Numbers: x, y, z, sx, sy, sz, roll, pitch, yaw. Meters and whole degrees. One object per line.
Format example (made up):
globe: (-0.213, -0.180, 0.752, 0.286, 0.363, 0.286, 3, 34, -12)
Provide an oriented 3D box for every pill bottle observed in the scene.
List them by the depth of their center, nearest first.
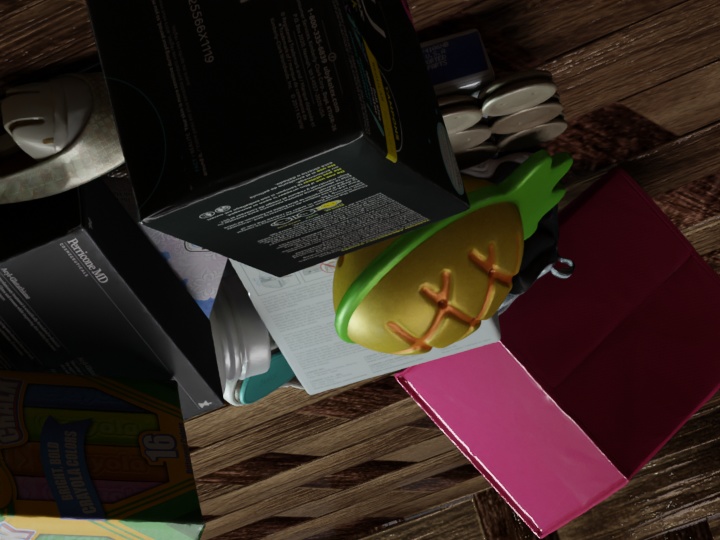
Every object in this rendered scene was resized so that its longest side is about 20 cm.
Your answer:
pill bottle: (-0.172, 0.062, 1.662, 0.198, 0.110, 0.109, -14, 166, -15)

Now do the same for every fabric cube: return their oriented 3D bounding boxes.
fabric cube: (0.185, 0.072, 1.893, 0.199, 0.200, 0.196, -41, 178, -27)

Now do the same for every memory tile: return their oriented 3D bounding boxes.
memory tile: (0.037, -0.082, 1.456, 0.199, 0.017, 0.153, -18, 168, 7)

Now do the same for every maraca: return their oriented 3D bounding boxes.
maraca: (0.064, -0.015, 1.513, 0.199, 0.107, 0.137, -34, 163, -16)

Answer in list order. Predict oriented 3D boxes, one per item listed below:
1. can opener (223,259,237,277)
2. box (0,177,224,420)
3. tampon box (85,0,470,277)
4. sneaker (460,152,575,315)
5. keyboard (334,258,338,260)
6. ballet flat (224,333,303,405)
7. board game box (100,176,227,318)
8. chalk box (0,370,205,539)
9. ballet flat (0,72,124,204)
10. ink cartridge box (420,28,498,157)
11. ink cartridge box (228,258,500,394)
can opener: (-0.090, 0.036, 1.844, 0.053, 0.067, 0.200, -20, 166, 13)
box: (-0.190, 0.030, 1.379, 0.140, 0.079, 0.200, -20, 139, 11)
tampon box: (-0.041, -0.097, 1.188, 0.125, 0.151, 0.200, -19, 167, 15)
sneaker: (0.074, -0.020, 1.718, 0.199, 0.115, 0.075, -12, 166, -20)
keyboard: (-0.037, -0.036, 1.452, 0.056, 0.011, 0.200, -43, 161, 14)
ballet flat: (-0.063, 0.063, 1.808, 0.069, 0.070, 0.199, -26, 173, 33)
board game box: (-0.197, 0.019, 1.460, 0.197, 0.044, 0.201, 0, 138, -19)
chalk box: (-0.210, 0.145, 1.345, 0.198, 0.124, 0.125, 3, 132, -19)
ballet flat: (-0.207, -0.072, 1.283, 0.199, 0.068, 0.062, -21, 151, 13)
ink cartridge box: (-0.006, -0.092, 1.489, 0.198, 0.041, 0.200, -16, 168, 1)
ink cartridge box: (0.000, 0.000, 1.633, 0.159, 0.048, 0.201, -16, 137, 12)
